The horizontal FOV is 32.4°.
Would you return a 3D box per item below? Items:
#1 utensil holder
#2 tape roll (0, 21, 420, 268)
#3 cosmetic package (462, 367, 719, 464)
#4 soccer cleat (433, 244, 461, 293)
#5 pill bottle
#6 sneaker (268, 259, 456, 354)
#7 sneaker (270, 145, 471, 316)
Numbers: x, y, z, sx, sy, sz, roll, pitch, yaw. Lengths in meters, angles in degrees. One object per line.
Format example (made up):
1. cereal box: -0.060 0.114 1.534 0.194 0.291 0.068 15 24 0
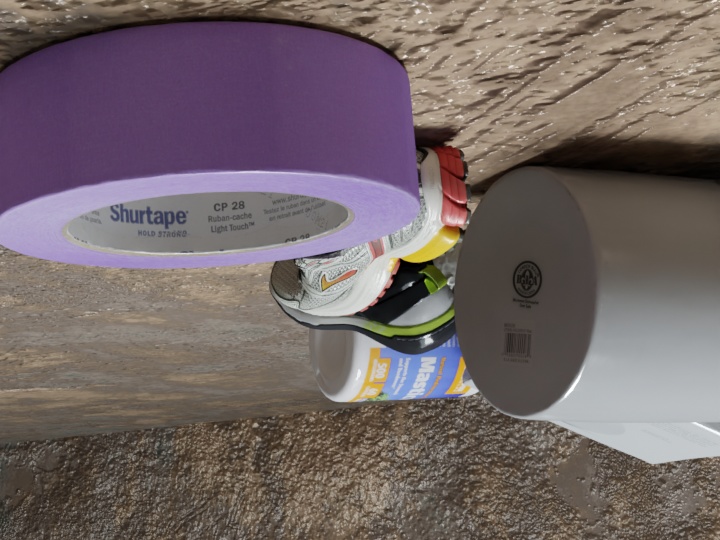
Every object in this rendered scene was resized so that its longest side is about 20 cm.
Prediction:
1. utensil holder: 0.185 0.016 0.810 0.199 0.171 0.170 4 167 -28
2. tape roll: -0.073 -0.051 0.586 0.199 0.066 0.200 -4 171 -1
3. cosmetic package: 0.218 0.067 1.039 0.198 0.124 0.200 23 167 -7
4. soccer cleat: 0.056 0.013 1.008 0.085 0.069 0.200 -4 175 -27
5. pill bottle: 0.061 0.065 1.171 0.199 0.113 0.112 0 169 -26
6. sneaker: 0.000 0.000 0.945 0.199 0.083 0.072 12 -140 45
7. sneaker: -0.014 -0.028 0.751 0.082 0.078 0.200 4 158 -25
